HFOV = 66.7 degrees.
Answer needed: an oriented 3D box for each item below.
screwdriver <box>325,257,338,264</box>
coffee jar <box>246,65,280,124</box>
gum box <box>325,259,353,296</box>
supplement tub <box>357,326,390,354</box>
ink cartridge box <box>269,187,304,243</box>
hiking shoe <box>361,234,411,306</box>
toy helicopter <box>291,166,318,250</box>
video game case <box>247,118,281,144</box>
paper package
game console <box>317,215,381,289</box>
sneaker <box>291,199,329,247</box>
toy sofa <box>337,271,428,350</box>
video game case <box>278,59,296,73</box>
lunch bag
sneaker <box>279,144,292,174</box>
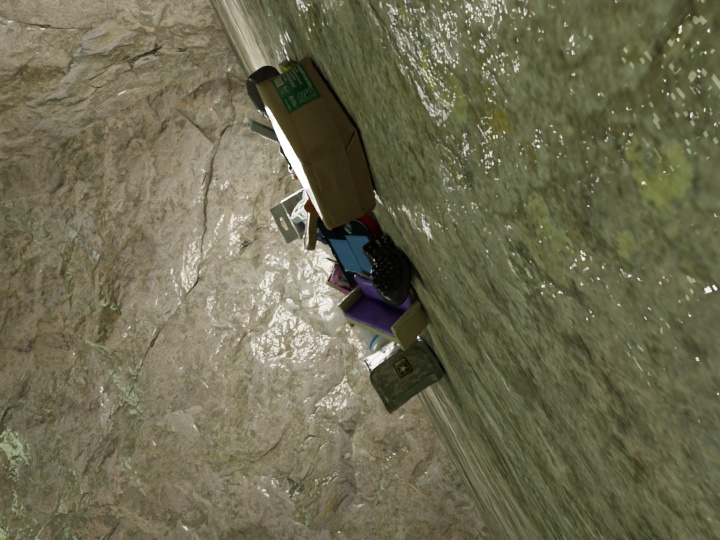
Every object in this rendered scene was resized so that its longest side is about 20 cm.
[{"bbox_3d":[0.000,0.000,1.311,0.197,0.029,0.028,26,147,24],"label":"screwdriver"},{"bbox_3d":[-0.187,-0.381,1.229,0.106,0.084,0.200,58,-174,0],"label":"coffee jar"},{"bbox_3d":[-0.022,0.013,1.453,0.111,0.067,0.200,26,-167,-3],"label":"gum box"},{"bbox_3d":[0.056,0.155,1.634,0.202,0.130,0.133,59,176,39],"label":"supplement tub"},{"bbox_3d":[-0.144,-0.166,1.515,0.119,0.197,0.067,61,176,-12],"label":"ink cartridge box"},{"bbox_3d":[0.064,0.012,1.005,0.101,0.075,0.201,54,-170,-30],"label":"hiking shoe"},{"bbox_3d":[-0.094,-0.143,1.134,0.132,0.077,0.206,-169,83,-66],"label":"toy helicopter"},{"bbox_3d":[-0.181,-0.321,1.344,0.196,0.023,0.182,21,-168,-19],"label":"video game case"},{"bbox_3d":[-0.069,-0.207,0.903,0.202,0.102,0.192,61,175,30],"label":"paper package"},{"bbox_3d":[-0.003,-0.032,1.176,0.174,0.031,0.203,4,130,46],"label":"game console"},{"bbox_3d":[-0.077,-0.113,1.321,0.145,0.082,0.199,34,167,-22],"label":"sneaker"},{"bbox_3d":[0.038,0.080,1.134,0.198,0.083,0.099,17,143,51],"label":"toy sofa"},{"bbox_3d":[-0.096,-0.316,1.098,0.203,0.025,0.181,63,176,-29],"label":"video game case"},{"bbox_3d":[0.104,0.246,1.330,0.119,0.162,0.200,59,177,-13],"label":"lunch bag"},{"bbox_3d":[-0.116,-0.236,1.265,0.089,0.068,0.200,11,158,38],"label":"sneaker"}]
